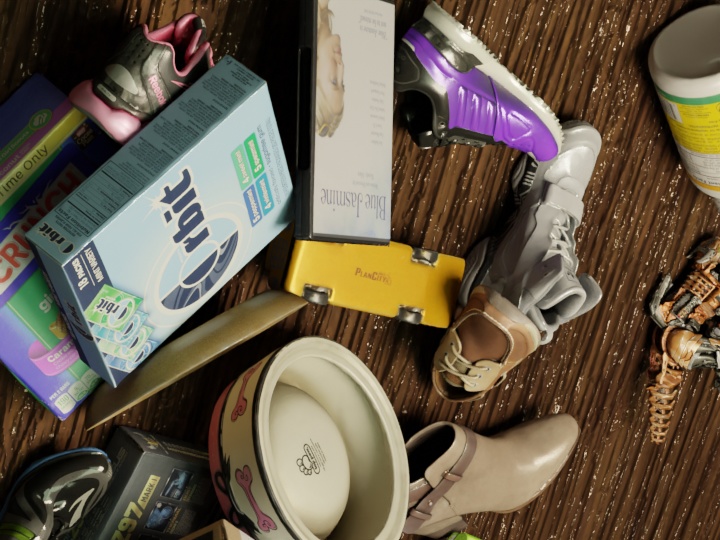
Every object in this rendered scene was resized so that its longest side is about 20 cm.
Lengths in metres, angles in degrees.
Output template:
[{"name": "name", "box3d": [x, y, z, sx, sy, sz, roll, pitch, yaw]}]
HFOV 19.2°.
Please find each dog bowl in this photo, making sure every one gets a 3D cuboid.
[{"name": "dog bowl", "box3d": [-0.047, 0.159, 1.776, 0.200, 0.074, 0.200, 28, 53, -45]}]

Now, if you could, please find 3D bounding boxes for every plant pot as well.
[{"name": "plant pot", "box3d": [-0.134, 0.065, 1.666, 0.200, 0.200, 0.028, -30, 89, -22]}]

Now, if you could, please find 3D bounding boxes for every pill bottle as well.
[{"name": "pill bottle", "box3d": [0.343, -0.137, 1.956, 0.113, 0.113, 0.200, -40, 132, -14]}]

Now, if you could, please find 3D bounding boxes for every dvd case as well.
[{"name": "dvd case", "box3d": [-0.011, -0.120, 1.663, 0.143, 0.018, 0.200, 2, 89, -64]}]

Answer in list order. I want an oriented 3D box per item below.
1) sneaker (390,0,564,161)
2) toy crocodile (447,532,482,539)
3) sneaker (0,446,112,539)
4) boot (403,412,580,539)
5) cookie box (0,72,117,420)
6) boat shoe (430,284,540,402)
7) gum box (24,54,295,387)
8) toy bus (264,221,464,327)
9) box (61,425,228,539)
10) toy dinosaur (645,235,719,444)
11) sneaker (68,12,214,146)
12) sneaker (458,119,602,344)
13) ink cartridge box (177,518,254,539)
[{"name": "sneaker", "box3d": [0.087, -0.136, 1.791, 0.100, 0.070, 0.200, -48, 130, 3]}, {"name": "toy crocodile", "box3d": [0.050, 0.328, 2.005, 0.200, 0.062, 0.067, -49, 135, 8]}, {"name": "sneaker", "box3d": [-0.267, 0.225, 1.692, 0.200, 0.083, 0.071, -45, 133, -10]}, {"name": "boot", "box3d": [0.103, 0.174, 1.953, 0.200, 0.070, 0.146, -39, 146, -1]}, {"name": "cookie box", "box3d": [-0.233, -0.016, 1.591, 0.171, 0.075, 0.200, -46, 133, -10]}, {"name": "boat shoe", "box3d": [0.103, 0.072, 1.847, 0.072, 0.076, 0.200, -50, 171, -16]}, {"name": "gum box", "box3d": [-0.138, -0.034, 1.542, 0.200, 0.045, 0.170, -43, 152, -19]}, {"name": "toy bus", "box3d": [0.000, 0.000, 1.778, 0.200, 0.078, 0.065, 13, 93, -42]}, {"name": "box", "box3d": [-0.179, 0.241, 1.793, 0.158, 0.051, 0.200, 19, 101, -43]}, {"name": "toy dinosaur", "box3d": [0.332, 0.070, 2.093, 0.136, 0.102, 0.200, 22, 115, -20]}, {"name": "sneaker", "box3d": [-0.130, -0.143, 1.558, 0.095, 0.079, 0.200, -59, 165, 15]}, {"name": "sneaker", "box3d": [0.175, -0.030, 1.879, 0.075, 0.115, 0.200, 29, 94, -44]}, {"name": "ink cartridge box", "box3d": [-0.118, 0.299, 1.739, 0.165, 0.075, 0.200, -27, 138, 19]}]
